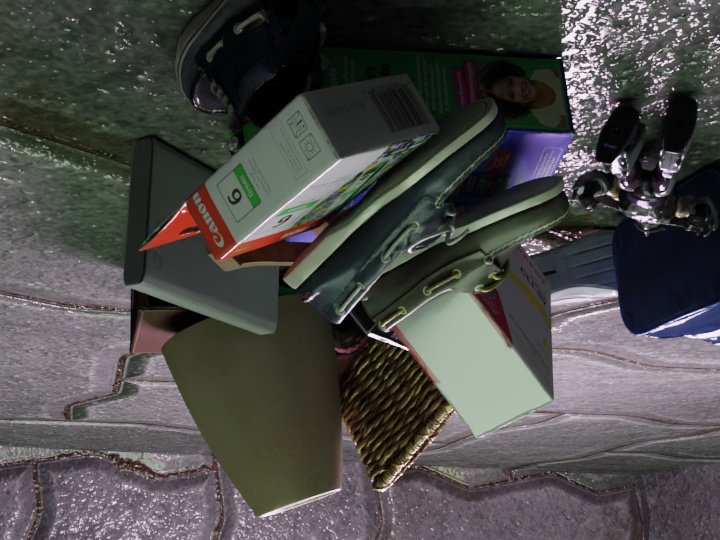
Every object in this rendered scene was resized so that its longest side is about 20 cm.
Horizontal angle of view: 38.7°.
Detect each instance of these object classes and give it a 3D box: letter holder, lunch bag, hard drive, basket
[{"bbox_3d":[-0.186,0.024,1.165,0.142,0.101,0.200,2,162,-14],"label":"letter holder"},{"bbox_3d":[0.362,-0.011,1.012,0.132,0.136,0.200,7,160,-24],"label":"lunch bag"},{"bbox_3d":[-0.140,-0.025,0.952,0.026,0.132,0.200,-9,161,27],"label":"hard drive"},{"bbox_3d":[0.085,0.130,1.114,0.142,0.149,0.200,12,125,-40],"label":"basket"}]

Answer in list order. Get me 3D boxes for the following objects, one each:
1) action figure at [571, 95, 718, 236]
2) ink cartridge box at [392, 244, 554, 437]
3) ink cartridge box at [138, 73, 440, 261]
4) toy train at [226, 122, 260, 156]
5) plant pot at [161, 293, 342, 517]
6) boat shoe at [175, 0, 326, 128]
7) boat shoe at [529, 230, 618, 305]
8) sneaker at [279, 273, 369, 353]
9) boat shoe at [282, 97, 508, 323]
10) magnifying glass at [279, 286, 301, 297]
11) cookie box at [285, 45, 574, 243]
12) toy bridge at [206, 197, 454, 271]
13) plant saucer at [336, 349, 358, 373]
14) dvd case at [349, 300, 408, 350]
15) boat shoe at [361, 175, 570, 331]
[{"bbox_3d":[0.250,-0.076,0.903,0.130,0.070,0.200,7,160,19],"label":"action figure"},{"bbox_3d":[0.107,0.029,0.945,0.083,0.200,0.145,-31,110,23],"label":"ink cartridge box"},{"bbox_3d":[-0.052,-0.052,0.687,0.200,0.050,0.109,-36,171,40],"label":"ink cartridge box"},{"bbox_3d":[-0.043,-0.086,0.923,0.056,0.042,0.200,-23,154,27],"label":"toy train"},{"bbox_3d":[-0.095,0.152,1.096,0.187,0.201,0.187,-18,167,-4],"label":"plant pot"},{"bbox_3d":[-0.080,-0.129,0.691,0.074,0.093,0.200,6,161,-21],"label":"boat shoe"},{"bbox_3d":[0.236,0.000,1.136,0.199,0.074,0.067,-6,168,-9],"label":"boat shoe"},{"bbox_3d":[-0.056,0.039,1.211,0.095,0.079,0.200,34,164,-35],"label":"sneaker"},{"bbox_3d":[0.031,-0.036,0.708,0.062,0.075,0.200,44,110,-10],"label":"boat shoe"},{"bbox_3d":[-0.017,-0.020,1.093,0.199,0.080,0.022,-11,164,-2],"label":"magnifying glass"},{"bbox_3d":[0.043,-0.090,0.804,0.199,0.075,0.171,1,150,-8],"label":"cookie box"},{"bbox_3d":[-0.022,-0.030,0.798,0.199,0.027,0.067,-14,149,17],"label":"toy bridge"},{"bbox_3d":[-0.003,0.075,1.272,0.200,0.200,0.035,-9,117,25],"label":"plant saucer"},{"bbox_3d":[0.000,0.000,0.974,0.025,0.200,0.150,-46,146,14],"label":"dvd case"},{"bbox_3d":[0.078,-0.011,0.780,0.201,0.060,0.072,-26,-174,35],"label":"boat shoe"}]
